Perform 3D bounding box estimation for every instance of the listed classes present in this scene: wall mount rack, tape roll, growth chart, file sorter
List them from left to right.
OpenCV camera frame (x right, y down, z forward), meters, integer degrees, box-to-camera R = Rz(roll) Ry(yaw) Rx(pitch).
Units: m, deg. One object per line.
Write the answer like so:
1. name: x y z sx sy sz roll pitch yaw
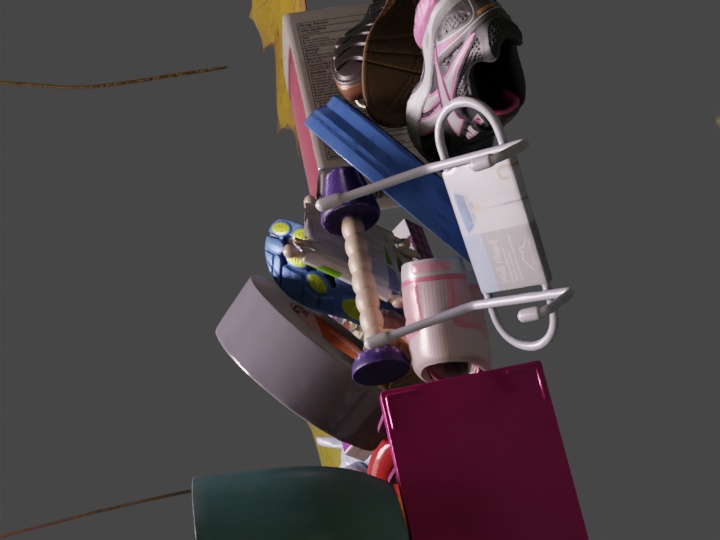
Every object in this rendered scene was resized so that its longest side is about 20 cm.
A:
1. tape roll: -0.045 0.090 1.167 0.067 0.199 0.200 -53 19 6
2. growth chart: -0.002 -0.021 1.161 0.018 0.143 0.200 -61 8 18
3. wall mount rack: 0.066 -0.020 0.894 0.172 0.074 0.203 -11 101 43
4. file sorter: 0.098 0.201 0.982 0.126 0.136 0.203 101 158 -69

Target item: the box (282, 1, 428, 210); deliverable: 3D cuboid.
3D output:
1. box: -0.007 -0.174 1.282 0.109 0.125 0.203 97 162 -63

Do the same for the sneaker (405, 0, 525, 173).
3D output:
1. sneaker: 0.087 -0.133 0.923 0.087 0.080 0.201 49 165 30

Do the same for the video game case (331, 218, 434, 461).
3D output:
1. video game case: 0.027 0.073 1.291 0.181 0.035 0.202 -46 39 26

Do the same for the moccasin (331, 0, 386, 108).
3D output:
1. moccasin: 0.020 -0.203 1.125 0.202 0.072 0.079 -74 -34 -62

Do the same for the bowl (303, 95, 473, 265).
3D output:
1. bowl: 0.039 -0.078 1.020 0.200 0.040 0.201 39 -176 -4

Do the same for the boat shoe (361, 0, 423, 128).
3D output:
1. boat shoe: 0.046 -0.207 1.019 0.065 0.071 0.204 72 -155 -68

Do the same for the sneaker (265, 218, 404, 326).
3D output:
1. sneaker: -0.011 0.014 1.202 0.072 0.197 0.083 -64 -6 10

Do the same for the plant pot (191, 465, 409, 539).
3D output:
1. plant pot: -0.037 0.248 0.937 0.201 0.158 0.205 169 90 -85

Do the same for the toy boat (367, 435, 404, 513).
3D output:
1. toy boat: 0.062 0.241 1.151 0.130 0.130 0.202 28 -145 -50

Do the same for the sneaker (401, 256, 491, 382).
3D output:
1. sneaker: 0.076 0.052 1.040 0.200 0.074 0.107 33 -133 -78

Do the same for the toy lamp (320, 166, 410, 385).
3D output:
1. toy lamp: 0.000 0.000 1.044 0.059 0.057 0.203 97 165 -61

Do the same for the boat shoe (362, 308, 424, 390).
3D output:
1. boat shoe: 0.075 0.111 1.108 0.201 0.072 0.065 51 -149 -31

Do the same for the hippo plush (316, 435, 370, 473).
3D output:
1. hippo plush: 0.050 0.190 1.373 0.200 0.157 0.163 -108 35 -72
